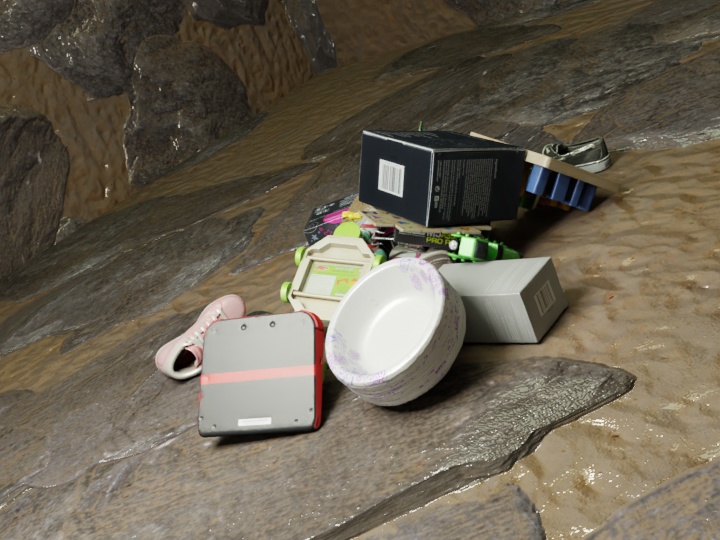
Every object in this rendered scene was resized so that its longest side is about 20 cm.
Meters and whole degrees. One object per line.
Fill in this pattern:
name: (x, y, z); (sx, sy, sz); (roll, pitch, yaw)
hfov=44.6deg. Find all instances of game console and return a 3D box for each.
game console: (-0.147, 0.151, 1.293); (0.196, 0.181, 0.031); (-7, -19, 20)

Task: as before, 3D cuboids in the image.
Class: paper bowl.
paper bowl: (0.057, 0.092, 1.215); (0.198, 0.104, 0.203); (-27, 41, 26)

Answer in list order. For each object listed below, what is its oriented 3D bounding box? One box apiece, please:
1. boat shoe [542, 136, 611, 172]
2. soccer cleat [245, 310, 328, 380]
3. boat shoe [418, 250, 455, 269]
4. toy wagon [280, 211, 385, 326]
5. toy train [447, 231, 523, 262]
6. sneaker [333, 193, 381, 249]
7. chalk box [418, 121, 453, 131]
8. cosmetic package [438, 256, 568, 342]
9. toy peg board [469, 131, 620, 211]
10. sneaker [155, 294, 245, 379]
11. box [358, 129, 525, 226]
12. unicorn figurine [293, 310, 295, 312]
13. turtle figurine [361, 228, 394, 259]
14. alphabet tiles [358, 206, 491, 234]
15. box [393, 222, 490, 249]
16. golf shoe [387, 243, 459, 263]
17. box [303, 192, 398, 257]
boat shoe: (0.383, -0.216, 1.698); (0.197, 0.065, 0.071); (-10, 25, 34)
soccer cleat: (-0.132, 0.119, 1.365); (0.080, 0.069, 0.199); (5, 22, -47)
boat shoe: (0.071, 0.045, 1.382); (0.199, 0.072, 0.060); (-36, 12, 6)
toy wagon: (-0.035, -0.004, 1.409); (0.152, 0.040, 0.203); (6, 58, 24)
toy train: (0.199, -0.028, 1.363); (0.056, 0.043, 0.199); (11, 2, 33)
sneaker: (0.021, -0.064, 1.620); (0.202, 0.112, 0.071); (-56, 28, -3)
chalk box: (0.138, -0.184, 1.701); (0.122, 0.203, 0.125); (-17, 21, 17)
cosmetic package: (0.183, 0.044, 1.276); (0.198, 0.091, 0.107); (-6, 26, 46)
toy peg board: (0.303, -0.148, 1.515); (0.197, 0.100, 0.198); (11, 13, -37)
sneaker: (-0.279, 0.126, 1.601); (0.199, 0.076, 0.104); (-39, 19, -15)
box: (0.129, -0.157, 1.442); (0.193, 0.127, 0.199); (-8, 20, -33)
unicorn figurine: (-0.106, 0.092, 1.464); (0.199, 0.074, 0.137); (-40, 31, -7)
turtle figurine: (0.000, 0.000, 1.488); (0.100, 0.153, 0.198); (8, -25, -45)
alphabet tiles: (0.102, -0.080, 1.408); (0.196, 0.006, 0.166); (1, 15, -17)
box: (0.146, -0.081, 1.525); (0.157, 0.045, 0.200); (8, 15, 8)
golf shoe: (0.114, 0.004, 1.492); (0.093, 0.072, 0.199); (-60, 32, -1)
box: (0.005, -0.082, 1.729); (0.196, 0.116, 0.133); (-18, 20, 14)
